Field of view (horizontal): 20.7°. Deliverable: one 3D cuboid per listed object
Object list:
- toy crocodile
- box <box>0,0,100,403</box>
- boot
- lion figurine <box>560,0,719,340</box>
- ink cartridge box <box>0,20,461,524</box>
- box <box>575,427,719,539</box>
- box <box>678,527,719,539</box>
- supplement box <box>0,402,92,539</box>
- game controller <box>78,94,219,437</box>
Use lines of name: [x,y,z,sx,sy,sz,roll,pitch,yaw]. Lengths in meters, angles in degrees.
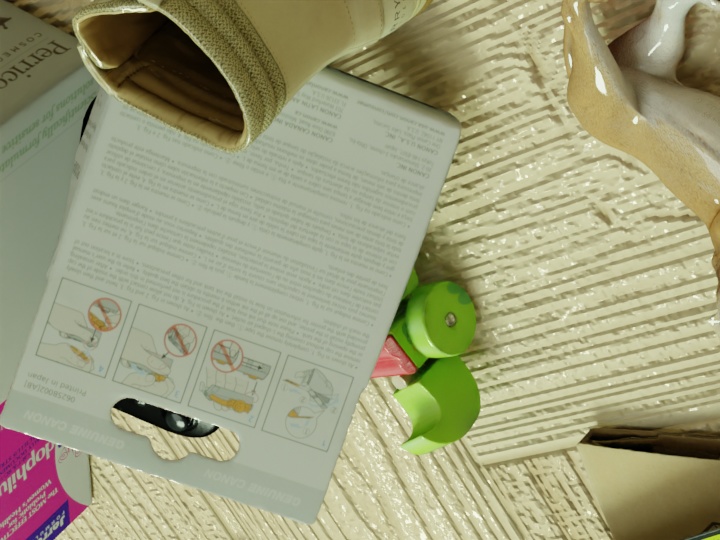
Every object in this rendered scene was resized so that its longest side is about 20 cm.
toy crocodile: [0.000,0.000,0.989,0.067,0.062,0.201,-10,115,46]
box: [-0.261,-0.031,1.094,0.170,0.199,0.201,28,139,22]
boot: [-0.079,-0.152,0.856,0.200,0.155,0.073,44,142,4]
lion figurine: [0.141,-0.050,0.822,0.201,0.072,0.123,54,157,15]
ink cartridge box: [-0.062,-0.004,0.913,0.161,0.057,0.202,19,99,-13]
box: [0.205,0.168,0.974,0.162,0.021,0.201,0,123,43]
box: [0.172,0.220,0.914,0.200,0.047,0.195,-38,63,61]
supplement box: [-0.245,0.092,1.264,0.103,0.101,0.201,27,138,22]
game controller: [-0.101,-0.002,1.000,0.103,0.042,0.201,16,127,2]
